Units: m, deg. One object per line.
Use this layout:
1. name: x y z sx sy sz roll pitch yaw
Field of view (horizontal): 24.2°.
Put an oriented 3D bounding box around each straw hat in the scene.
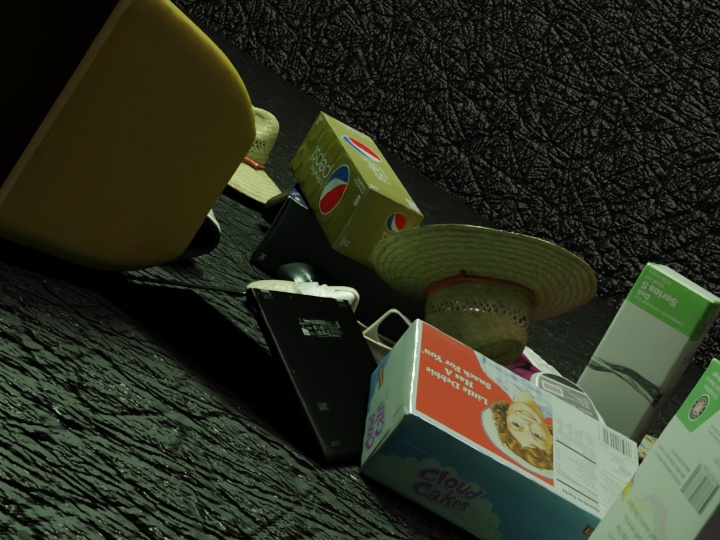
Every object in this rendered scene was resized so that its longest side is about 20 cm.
1. straw hat: 0.102 0.040 1.456 0.199 0.086 0.201 8 -24 4
2. straw hat: -0.142 -0.156 1.941 0.200 0.085 0.201 32 9 -5

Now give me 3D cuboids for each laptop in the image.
1. laptop: -0.076 0.068 1.221 0.201 0.115 0.187 65 17 12

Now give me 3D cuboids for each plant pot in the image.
1. plant pot: -0.190 -0.111 1.198 0.195 0.195 0.200 35 2 43

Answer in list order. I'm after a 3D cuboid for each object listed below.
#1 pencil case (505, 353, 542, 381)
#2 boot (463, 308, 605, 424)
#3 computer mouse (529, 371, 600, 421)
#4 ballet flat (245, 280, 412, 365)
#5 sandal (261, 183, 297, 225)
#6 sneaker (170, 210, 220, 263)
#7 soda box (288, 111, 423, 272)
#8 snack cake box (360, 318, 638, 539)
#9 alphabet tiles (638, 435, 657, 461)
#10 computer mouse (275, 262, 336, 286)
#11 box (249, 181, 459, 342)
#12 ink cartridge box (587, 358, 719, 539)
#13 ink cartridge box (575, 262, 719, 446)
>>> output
1. pencil case: 0.145 0.120 1.497 0.094 0.091 0.200 43 5 -29
2. boot: 0.167 0.121 1.659 0.200 0.074 0.095 50 11 36
3. computer mouse: 0.165 0.162 1.324 0.109 0.044 0.201 24 33 -21
4. ballet flat: -0.002 0.049 1.423 0.199 0.063 0.067 32 8 -4
5. sandal: -0.025 -0.074 1.760 0.082 0.055 0.199 46 -33 -23
6. sneaker: -0.189 -0.074 1.378 0.200 0.076 0.115 30 7 -37
7. soda box: -0.007 -0.075 1.581 0.064 0.068 0.200 26 16 -24
8. snack cake box: 0.102 0.133 1.188 0.199 0.067 0.115 30 31 -13
9. alphabet tiles: 0.335 0.209 1.964 0.199 0.006 0.166 24 13 -49
10. computer mouse: -0.008 0.046 1.517 0.200 0.034 0.058 39 10 34
11. box: 0.000 0.000 1.653 0.199 0.079 0.141 32 13 -3
12. ink cartridge box: 0.206 0.173 1.016 0.087 0.201 0.145 34 7 -10
13. ink cartridge box: 0.296 0.099 1.780 0.084 0.201 0.145 32 8 15
